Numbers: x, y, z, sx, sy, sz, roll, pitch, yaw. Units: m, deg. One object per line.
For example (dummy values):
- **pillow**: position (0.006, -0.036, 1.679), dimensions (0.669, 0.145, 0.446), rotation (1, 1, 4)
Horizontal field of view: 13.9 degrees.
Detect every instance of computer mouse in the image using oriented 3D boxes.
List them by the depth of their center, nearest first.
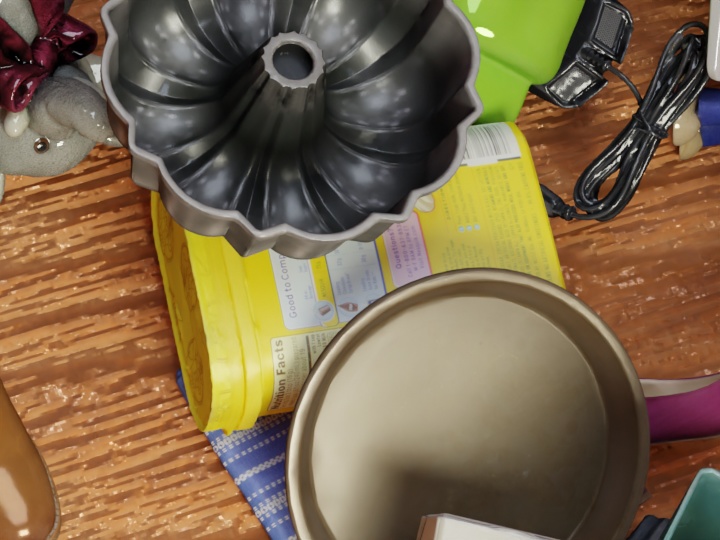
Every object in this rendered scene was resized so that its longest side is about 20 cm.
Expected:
- **computer mouse**: position (0.102, -0.110, 1.704), dimensions (0.200, 0.046, 0.141), rotation (30, 93, 27)

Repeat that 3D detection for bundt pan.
- **bundt pan**: position (-0.041, -0.092, 1.527), dimensions (0.201, 0.076, 0.203), rotation (5, 65, -11)

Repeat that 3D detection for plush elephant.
- **plush elephant**: position (-0.186, -0.114, 1.598), dimensions (0.165, 0.200, 0.155), rotation (-37, 100, -23)

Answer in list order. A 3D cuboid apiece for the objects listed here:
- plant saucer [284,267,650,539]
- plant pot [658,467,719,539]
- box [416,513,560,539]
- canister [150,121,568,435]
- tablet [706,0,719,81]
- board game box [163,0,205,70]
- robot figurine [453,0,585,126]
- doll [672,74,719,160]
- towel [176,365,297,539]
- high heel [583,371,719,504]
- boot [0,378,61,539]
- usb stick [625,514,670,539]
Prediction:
- **plant saucer**: position (0.054, 0.095, 1.540), dimensions (0.199, 0.029, 0.201), rotation (-3, 101, -16)
- **plant pot**: position (0.176, 0.222, 1.477), dimensions (0.141, 0.200, 0.142), rotation (30, 63, 3)
- **box**: position (0.051, 0.227, 1.486), dimensions (0.082, 0.068, 0.201), rotation (14, 83, -6)
- **canister**: position (0.000, 0.000, 1.586), dimensions (0.199, 0.087, 0.149), rotation (-8, 69, -14)
- **tablet**: position (0.250, -0.184, 1.695), dimensions (0.014, 0.131, 0.200), rotation (10, 15, 31)
- **board game box**: position (-0.065, -0.170, 1.663), dimensions (0.035, 0.126, 0.201), rotation (-9, 58, 30)
- **robot figurine**: position (0.075, -0.181, 1.641), dimensions (0.116, 0.175, 0.201), rotation (23, 87, -43)
- **doll**: position (0.282, -0.081, 1.690), dimensions (0.199, 0.136, 0.049), rotation (5, 82, 11)
- **towel**: position (0.007, 0.103, 1.599), dimensions (0.144, 0.024, 0.200), rotation (-27, 73, -21)
- **high heel**: position (0.170, 0.053, 1.587), dimensions (0.200, 0.067, 0.096), rotation (-36, 82, 11)
- **boot**: position (-0.208, 0.043, 1.507), dimensions (0.076, 0.155, 0.200), rotation (-19, 70, -20)
- **usb stick**: position (0.219, 0.209, 1.587), dimensions (0.200, 0.033, 0.055), rotation (39, 64, 8)
